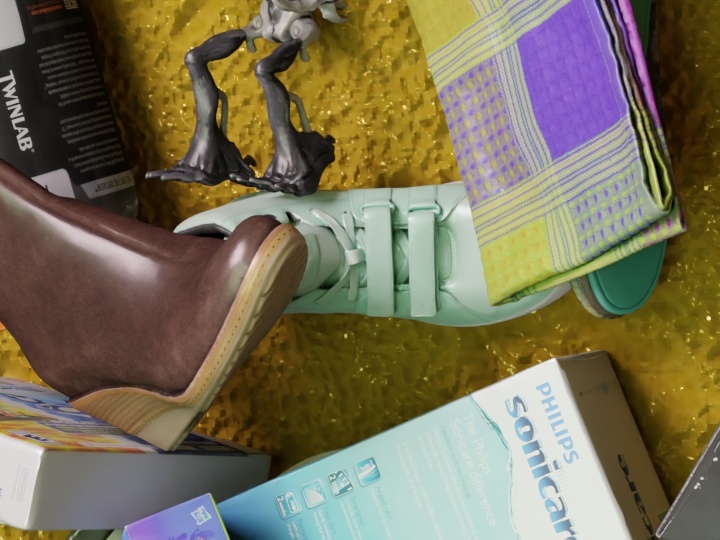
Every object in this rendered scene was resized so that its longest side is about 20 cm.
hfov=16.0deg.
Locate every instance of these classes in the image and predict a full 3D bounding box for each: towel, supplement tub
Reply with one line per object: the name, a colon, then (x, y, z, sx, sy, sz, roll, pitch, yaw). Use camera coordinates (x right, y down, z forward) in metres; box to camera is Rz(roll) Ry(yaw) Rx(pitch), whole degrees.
towel: (0.074, -0.095, 1.159, 0.144, 0.023, 0.201, -26, 77, 54)
supplement tub: (-0.187, -0.074, 1.317, 0.122, 0.122, 0.201, -15, 94, 30)

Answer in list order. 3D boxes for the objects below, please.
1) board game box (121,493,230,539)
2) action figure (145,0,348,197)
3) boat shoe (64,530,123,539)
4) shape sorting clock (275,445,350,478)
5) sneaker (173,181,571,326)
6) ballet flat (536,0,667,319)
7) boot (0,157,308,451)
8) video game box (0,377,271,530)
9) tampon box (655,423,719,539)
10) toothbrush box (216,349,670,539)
board game box: (-0.078, 0.197, 1.265, 0.045, 0.200, 0.135, -20, 78, -14)
action figure: (-0.050, -0.138, 1.231, 0.119, 0.102, 0.201, 8, 95, 31)
boat shoe: (-0.189, 0.196, 1.410, 0.060, 0.072, 0.202, 41, 121, 9)
shape sorting clock: (0.012, 0.189, 1.318, 0.199, 0.039, 0.201, 7, 105, 27)
sneaker: (0.000, 0.000, 1.234, 0.200, 0.118, 0.074, 1, 102, 28)
ballet flat: (0.106, -0.080, 1.198, 0.072, 0.072, 0.201, 4, 103, 28)
boot: (-0.123, -0.004, 1.181, 0.166, 0.072, 0.200, 38, 144, 0)
video game box: (-0.173, 0.089, 1.295, 0.182, 0.200, 0.047, 11, 91, 30)
tampon box: (0.245, 0.078, 1.072, 0.150, 0.200, 0.126, 35, 116, 17)
toothbrush box: (0.048, 0.142, 1.235, 0.200, 0.085, 0.147, -26, 82, 21)
